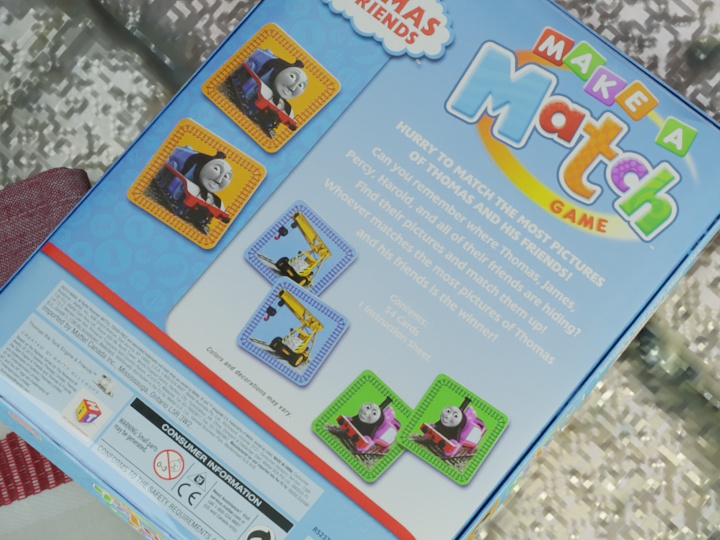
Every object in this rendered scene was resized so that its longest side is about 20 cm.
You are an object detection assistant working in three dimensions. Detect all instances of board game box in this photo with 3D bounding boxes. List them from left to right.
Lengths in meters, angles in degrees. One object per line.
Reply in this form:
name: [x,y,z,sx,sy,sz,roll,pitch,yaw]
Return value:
board game box: [0.000,0.000,0.819,0.151,0.037,0.200,38,76,9]

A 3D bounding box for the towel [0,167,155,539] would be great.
towel: [-0.123,0.081,0.836,0.144,0.023,0.200,-21,69,6]
